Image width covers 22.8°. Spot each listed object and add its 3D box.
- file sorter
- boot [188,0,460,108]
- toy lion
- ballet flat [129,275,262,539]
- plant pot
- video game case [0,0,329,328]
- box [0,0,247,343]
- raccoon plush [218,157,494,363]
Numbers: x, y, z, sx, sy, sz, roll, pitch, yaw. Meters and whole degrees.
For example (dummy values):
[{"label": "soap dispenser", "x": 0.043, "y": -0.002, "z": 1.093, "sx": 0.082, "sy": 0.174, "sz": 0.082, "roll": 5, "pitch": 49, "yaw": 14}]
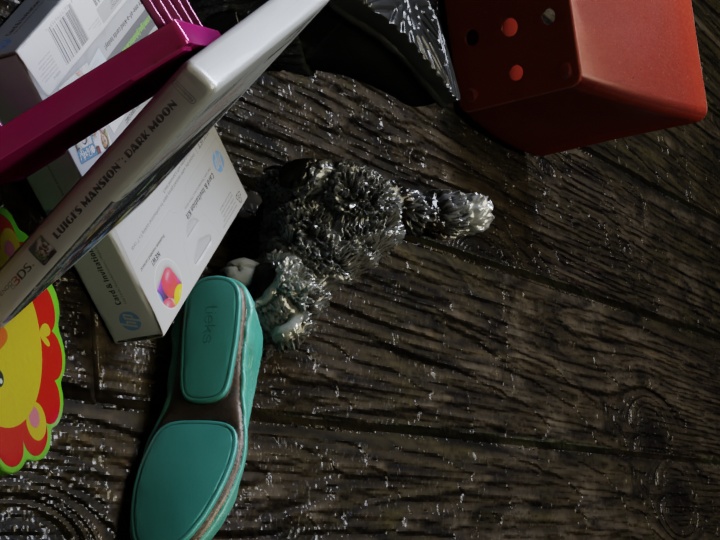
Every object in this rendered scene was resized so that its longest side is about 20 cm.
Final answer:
[{"label": "file sorter", "x": -0.164, "y": -0.127, "z": 0.885, "sx": 0.126, "sy": 0.139, "sz": 0.200, "roll": 58, "pitch": 4, "yaw": -5}, {"label": "boot", "x": -0.038, "y": -0.153, "z": 1.216, "sx": 0.211, "sy": 0.157, "sz": 0.080, "roll": 37, "pitch": 38, "yaw": -52}, {"label": "toy lion", "x": -0.214, "y": 0.010, "z": 0.917, "sx": 0.192, "sy": 0.068, "sz": 0.201, "roll": -17, "pitch": 97, "yaw": -71}, {"label": "ballet flat", "x": -0.095, "y": 0.102, "z": 1.121, "sx": 0.071, "sy": 0.067, "sz": 0.201, "roll": 67, "pitch": 27, "yaw": -56}, {"label": "plant pot", "x": 0.186, "y": -0.224, "z": 1.682, "sx": 0.176, "sy": 0.199, "sz": 0.201, "roll": -3, "pitch": 84, "yaw": -53}, {"label": "video game case", "x": -0.103, "y": -0.069, "z": 0.933, "sx": 0.023, "sy": 0.182, "sz": 0.200, "roll": 43, "pitch": 27, "yaw": -4}, {"label": "box", "x": -0.148, "y": -0.082, "z": 1.098, "sx": 0.201, "sy": 0.041, "sz": 0.156, "roll": 64, "pitch": 31, "yaw": -28}, {"label": "raccoon plush", "x": 0.000, "y": 0.000, "z": 1.234, "sx": 0.097, "sy": 0.199, "sz": 0.135, "roll": 109, "pitch": -18, "yaw": -72}]
